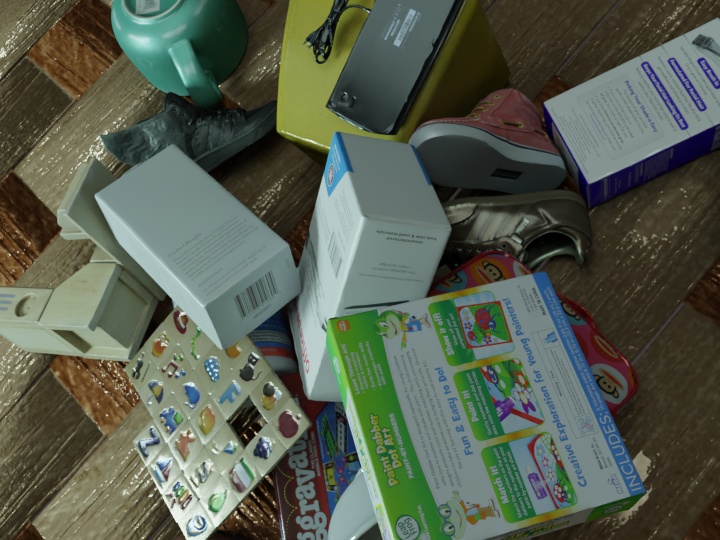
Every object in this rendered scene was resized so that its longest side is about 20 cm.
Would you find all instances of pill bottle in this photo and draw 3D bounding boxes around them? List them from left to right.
[{"bbox_3d":[-0.140,0.034,0.923,0.111,0.112,0.202,-20,66,7],"label":"pill bottle"}]

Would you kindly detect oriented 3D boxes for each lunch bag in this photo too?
[{"bbox_3d":[0.153,0.075,0.810,0.175,0.082,0.200,-30,67,-39],"label":"lunch bag"}]

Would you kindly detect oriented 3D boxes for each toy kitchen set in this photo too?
[{"bbox_3d":[-0.320,-0.032,0.965,0.178,0.164,0.202,1,58,29],"label":"toy kitchen set"}]

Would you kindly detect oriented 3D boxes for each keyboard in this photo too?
[{"bbox_3d":[0.023,-0.236,0.825,0.126,0.021,0.202,29,98,15],"label":"keyboard"}]

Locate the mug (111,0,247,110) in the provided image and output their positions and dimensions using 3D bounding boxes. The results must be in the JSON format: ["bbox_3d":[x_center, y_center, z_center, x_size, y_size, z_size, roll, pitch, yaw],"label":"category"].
[{"bbox_3d":[-0.216,-0.303,1.071,0.184,0.115,0.153,32,80,24],"label":"mug"}]

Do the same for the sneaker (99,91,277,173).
[{"bbox_3d":[-0.191,-0.168,1.019,0.199,0.060,0.105,-33,105,4],"label":"sneaker"}]

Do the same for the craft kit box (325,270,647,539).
[{"bbox_3d":[0.090,0.112,0.686,0.195,0.049,0.202,-10,59,-14],"label":"craft kit box"}]

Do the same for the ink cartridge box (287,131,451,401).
[{"bbox_3d":[0.000,0.000,0.802,0.083,0.202,0.145,7,35,-17],"label":"ink cartridge box"}]

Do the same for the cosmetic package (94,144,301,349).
[{"bbox_3d":[-0.158,-0.027,0.847,0.101,0.075,0.200,-36,54,-20],"label":"cosmetic package"}]

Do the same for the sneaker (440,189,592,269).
[{"bbox_3d":[0.134,-0.029,0.888,0.197,0.071,0.076,-12,55,9],"label":"sneaker"}]

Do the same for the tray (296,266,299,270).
[{"bbox_3d":[-0.010,0.082,0.918,0.106,0.022,0.203,-11,67,10],"label":"tray"}]

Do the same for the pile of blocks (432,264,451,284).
[{"bbox_3d":[0.076,0.097,0.875,0.062,0.081,0.203,-28,50,43],"label":"pile of blocks"}]

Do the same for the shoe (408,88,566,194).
[{"bbox_3d":[0.121,-0.137,0.890,0.071,0.198,0.092,-44,51,42],"label":"shoe"}]

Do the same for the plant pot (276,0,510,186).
[{"bbox_3d":[0.023,-0.188,0.929,0.198,0.200,0.179,21,88,22],"label":"plant pot"}]

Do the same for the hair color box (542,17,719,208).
[{"bbox_3d":[0.301,-0.161,0.902,0.198,0.065,0.110,-25,64,7],"label":"hair color box"}]

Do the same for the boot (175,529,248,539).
[{"bbox_3d":[-0.135,0.295,0.770,0.187,0.200,0.069,36,91,23],"label":"boot"}]

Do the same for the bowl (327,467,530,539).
[{"bbox_3d":[0.052,0.211,0.771,0.199,0.202,0.091,-30,47,2],"label":"bowl"}]

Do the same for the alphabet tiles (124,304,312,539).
[{"bbox_3d":[-0.152,0.130,0.834,0.167,0.008,0.200,-48,59,12],"label":"alphabet tiles"}]

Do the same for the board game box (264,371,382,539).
[{"bbox_3d":[-0.033,0.196,0.841,0.101,0.019,0.203,-7,76,-14],"label":"board game box"}]
